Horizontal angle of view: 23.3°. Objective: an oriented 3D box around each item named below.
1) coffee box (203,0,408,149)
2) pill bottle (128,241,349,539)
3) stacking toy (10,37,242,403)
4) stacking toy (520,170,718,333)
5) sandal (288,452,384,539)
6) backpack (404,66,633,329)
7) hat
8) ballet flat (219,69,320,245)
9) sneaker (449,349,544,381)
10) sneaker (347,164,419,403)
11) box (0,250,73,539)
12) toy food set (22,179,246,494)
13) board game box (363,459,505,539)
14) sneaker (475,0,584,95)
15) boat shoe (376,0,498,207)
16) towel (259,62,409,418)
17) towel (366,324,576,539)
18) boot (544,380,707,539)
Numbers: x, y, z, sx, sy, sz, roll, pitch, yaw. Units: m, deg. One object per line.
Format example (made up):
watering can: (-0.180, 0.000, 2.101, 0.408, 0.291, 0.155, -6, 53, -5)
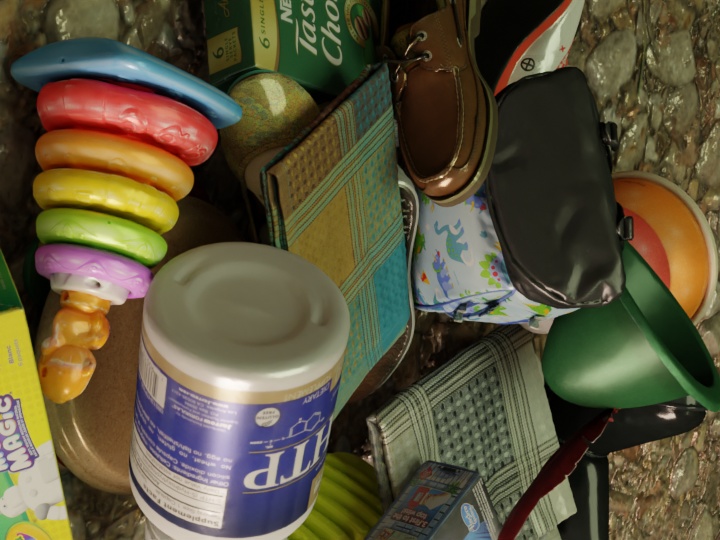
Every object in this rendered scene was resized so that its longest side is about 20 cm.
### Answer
coffee box: (-0.024, -0.160, 1.153, 0.199, 0.044, 0.124, 15, 65, -50)
pill bottle: (-0.077, 0.095, 1.038, 0.119, 0.119, 0.201, -31, 144, -40)
stacking toy: (-0.149, -0.022, 1.001, 0.109, 0.115, 0.202, 24, 72, -48)
stacking toy: (0.178, 0.007, 1.380, 0.199, 0.145, 0.148, -18, 114, -48)
sandal: (-0.047, 0.204, 1.249, 0.200, 0.079, 0.087, -37, 162, -45)
backpack: (0.098, -0.035, 1.223, 0.200, 0.152, 0.165, 110, -30, -83)
hat: (0.149, 0.081, 1.279, 0.176, 0.166, 0.200, -37, 171, 17)
ballet flat: (-0.046, -0.048, 1.120, 0.071, 0.070, 0.201, -54, 159, -24)
sneaker: (0.085, 0.159, 1.386, 0.111, 0.073, 0.202, 3, 90, -46)
sneaker: (0.000, 0.000, 1.241, 0.072, 0.085, 0.201, 1, 124, -18)
box: (-0.201, 0.096, 0.995, 0.048, 0.117, 0.202, -15, 114, -13)
toy food set: (-0.132, 0.043, 1.113, 0.199, 0.048, 0.200, -11, 108, -47)
board game box: (0.031, 0.272, 1.203, 0.199, 0.061, 0.201, -34, 114, -31)
sneaker: (0.132, -0.146, 1.354, 0.202, 0.067, 0.108, -60, 138, -14)
boat shoe: (0.040, -0.134, 1.136, 0.068, 0.072, 0.201, 36, 38, -42)
towel: (-0.013, -0.012, 1.106, 0.147, 0.022, 0.201, -49, 142, -45)
towel: (0.089, 0.161, 1.308, 0.192, 0.034, 0.202, -29, 113, -45)
boot: (0.189, 0.163, 1.411, 0.073, 0.197, 0.164, 5, 90, -49)
